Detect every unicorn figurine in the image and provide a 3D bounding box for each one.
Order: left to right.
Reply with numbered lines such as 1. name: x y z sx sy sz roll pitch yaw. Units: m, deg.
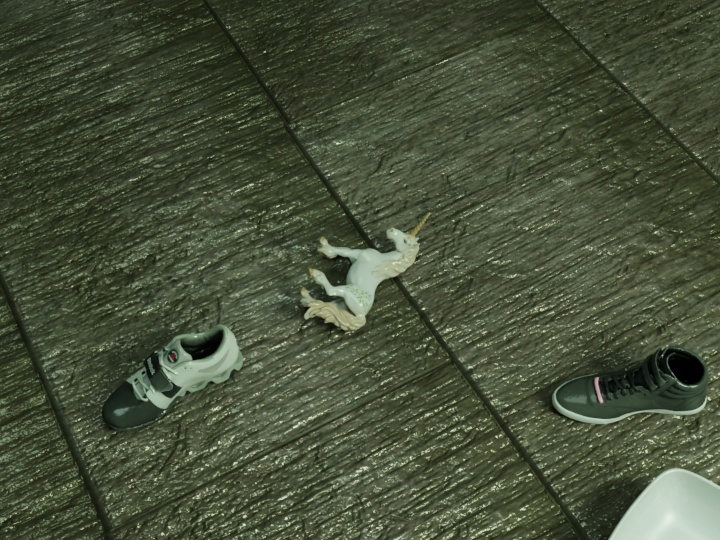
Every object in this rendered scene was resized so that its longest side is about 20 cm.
1. unicorn figurine: 0.000 0.000 1.474 0.136 0.074 0.202 18 70 4

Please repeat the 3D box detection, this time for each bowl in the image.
1. bowl: 0.375 0.345 1.189 0.199 0.075 0.200 34 62 24

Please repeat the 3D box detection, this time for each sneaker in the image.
1. sneaker: -0.249 0.128 1.372 0.199 0.089 0.074 -31 59 -18
2. sneaker: 0.341 0.138 1.330 0.197 0.100 0.071 -3 54 2
